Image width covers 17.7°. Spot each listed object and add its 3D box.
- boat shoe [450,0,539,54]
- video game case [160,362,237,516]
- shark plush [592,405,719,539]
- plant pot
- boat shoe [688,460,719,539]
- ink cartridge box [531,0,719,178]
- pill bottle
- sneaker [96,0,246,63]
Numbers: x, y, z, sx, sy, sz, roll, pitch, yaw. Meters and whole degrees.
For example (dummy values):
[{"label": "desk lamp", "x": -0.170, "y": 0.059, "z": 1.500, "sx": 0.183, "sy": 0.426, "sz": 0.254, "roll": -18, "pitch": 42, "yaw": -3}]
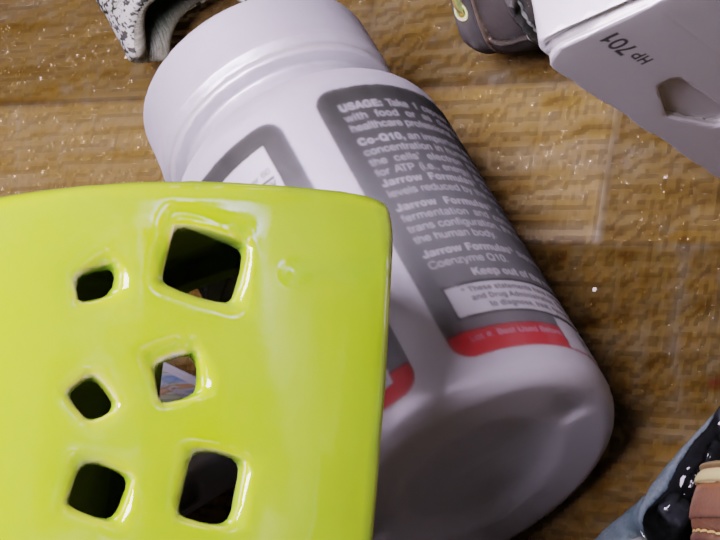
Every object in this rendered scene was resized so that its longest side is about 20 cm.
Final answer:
[{"label": "boat shoe", "x": 0.056, "y": -0.184, "z": 0.877, "sx": 0.060, "sy": 0.072, "sz": 0.203, "roll": -8, "pitch": 83, "yaw": 40}, {"label": "video game case", "x": -0.162, "y": 0.072, "z": 0.925, "sx": 0.199, "sy": 0.182, "sz": 0.022, "roll": 22, "pitch": 128, "yaw": 40}, {"label": "shark plush", "x": 0.059, "y": 0.121, "z": 0.796, "sx": 0.201, "sy": 0.090, "sz": 0.083, "roll": -63, "pitch": 19, "yaw": 10}, {"label": "plant pot", "x": -0.118, "y": 0.070, "z": 0.724, "sx": 0.200, "sy": 0.181, "sz": 0.200, "roll": -15, "pitch": 68, "yaw": 63}, {"label": "boat shoe", "x": 0.180, "y": 0.108, "z": 0.698, "sx": 0.199, "sy": 0.072, "sz": 0.068, "roll": 18, "pitch": 85, "yaw": 38}, {"label": "ink cartridge box", "x": 0.113, "y": -0.152, "z": 0.787, "sx": 0.086, "sy": 0.146, "sz": 0.201, "roll": -23, "pitch": 63, "yaw": 28}, {"label": "pill bottle", "x": 0.000, "y": 0.000, "z": 0.847, "sx": 0.114, "sy": 0.114, "sz": 0.200, "roll": -42, "pitch": 54, "yaw": 19}, {"label": "sneaker", "x": -0.042, "y": -0.154, "z": 0.969, "sx": 0.200, "sy": 0.077, "sz": 0.089, "roll": -33, "pitch": 71, "yaw": 32}]
